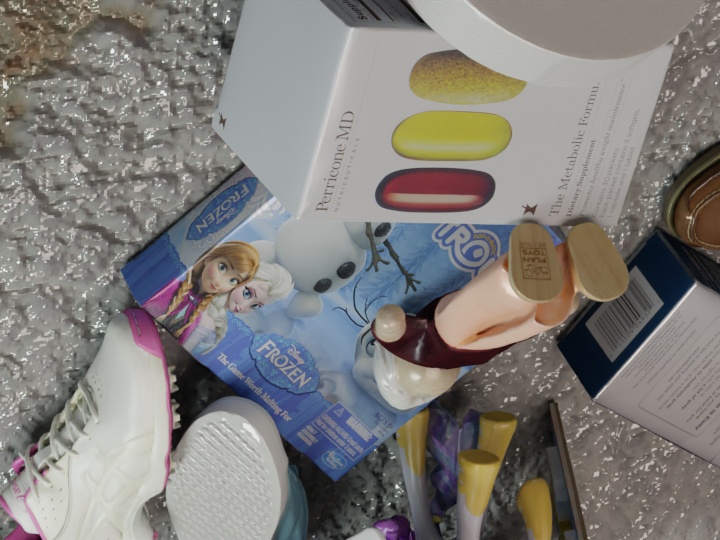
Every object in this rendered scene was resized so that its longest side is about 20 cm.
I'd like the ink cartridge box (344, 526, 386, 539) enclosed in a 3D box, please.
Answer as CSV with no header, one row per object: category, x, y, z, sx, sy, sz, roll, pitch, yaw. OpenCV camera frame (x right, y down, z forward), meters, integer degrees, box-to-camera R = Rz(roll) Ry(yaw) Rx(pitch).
ink cartridge box,0.039,0.240,1.712,0.116,0.201,0.067,-31,176,41

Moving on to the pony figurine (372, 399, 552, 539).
pony figurine,0.054,0.183,1.802,0.166,0.193,0.201,-5,107,-22

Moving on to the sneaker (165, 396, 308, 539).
sneaker,-0.068,0.129,1.764,0.074,0.082,0.200,15,138,10

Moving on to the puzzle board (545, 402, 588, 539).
puzzle board,0.137,0.201,1.831,0.017,0.200,0.151,-12,130,2

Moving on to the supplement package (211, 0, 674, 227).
supplement package,0.041,-0.096,1.562,0.199,0.110,0.114,0,119,-31

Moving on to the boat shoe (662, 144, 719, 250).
boat shoe,0.282,-0.048,1.791,0.199,0.068,0.072,-16,132,-12

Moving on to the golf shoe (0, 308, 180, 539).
golf shoe,-0.155,0.110,1.707,0.091,0.075,0.201,-2,125,-20

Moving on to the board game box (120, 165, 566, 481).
board game box,0.000,0.000,1.713,0.199,0.043,0.200,-41,131,6

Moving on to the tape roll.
tape roll,0.089,-0.191,1.515,0.202,0.204,0.037,5,158,-28

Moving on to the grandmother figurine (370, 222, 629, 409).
grandmother figurine,0.060,0.030,1.641,0.121,0.061,0.200,8,157,-22

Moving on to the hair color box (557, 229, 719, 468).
hair color box,0.227,0.062,1.856,0.200,0.061,0.100,28,110,-37
